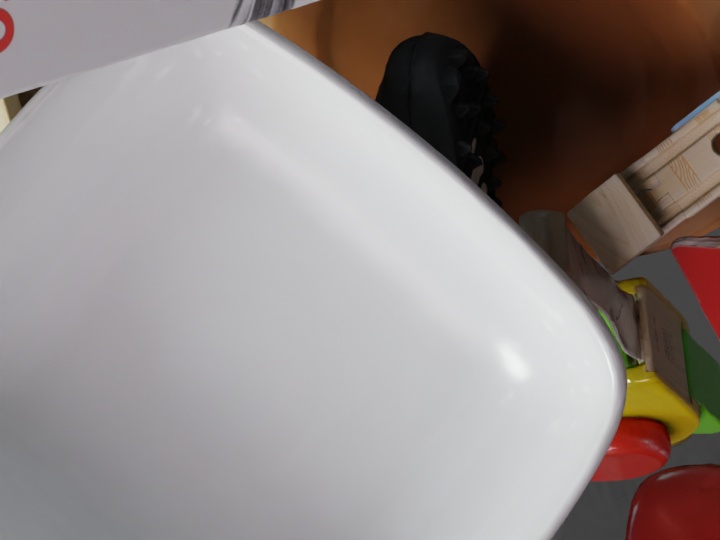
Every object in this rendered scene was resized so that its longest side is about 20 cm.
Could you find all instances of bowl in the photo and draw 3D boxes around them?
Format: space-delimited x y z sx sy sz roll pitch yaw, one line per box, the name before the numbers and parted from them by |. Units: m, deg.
bowl | -0.040 0.040 0.708 0.200 0.075 0.200 41 96 2

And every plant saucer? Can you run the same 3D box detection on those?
plant saucer | 0.049 -0.072 0.775 0.199 0.038 0.201 13 138 12

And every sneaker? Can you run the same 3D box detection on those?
sneaker | 0.000 0.000 0.793 0.090 0.067 0.200 8 139 8

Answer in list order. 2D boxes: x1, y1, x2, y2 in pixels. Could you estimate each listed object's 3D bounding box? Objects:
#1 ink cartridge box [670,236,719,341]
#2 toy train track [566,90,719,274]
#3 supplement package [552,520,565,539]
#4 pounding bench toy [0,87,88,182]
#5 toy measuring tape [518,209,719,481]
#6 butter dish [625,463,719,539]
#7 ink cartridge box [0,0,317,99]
ink cartridge box | 0.210 -0.007 0.724 0.199 0.067 0.116 -2 146 27
toy train track | 0.142 -0.065 0.670 0.200 0.033 0.115 -38 83 18
supplement package | 0.008 0.149 0.935 0.111 0.156 0.200 18 139 9
pounding bench toy | -0.171 -0.138 0.747 0.199 0.124 0.156 8 136 19
toy measuring tape | 0.072 0.028 0.812 0.073 0.074 0.200 0 162 26
butter dish | 0.210 0.168 0.877 0.199 0.148 0.201 -1 91 26
ink cartridge box | -0.045 -0.143 0.609 0.086 0.199 0.147 44 146 44
